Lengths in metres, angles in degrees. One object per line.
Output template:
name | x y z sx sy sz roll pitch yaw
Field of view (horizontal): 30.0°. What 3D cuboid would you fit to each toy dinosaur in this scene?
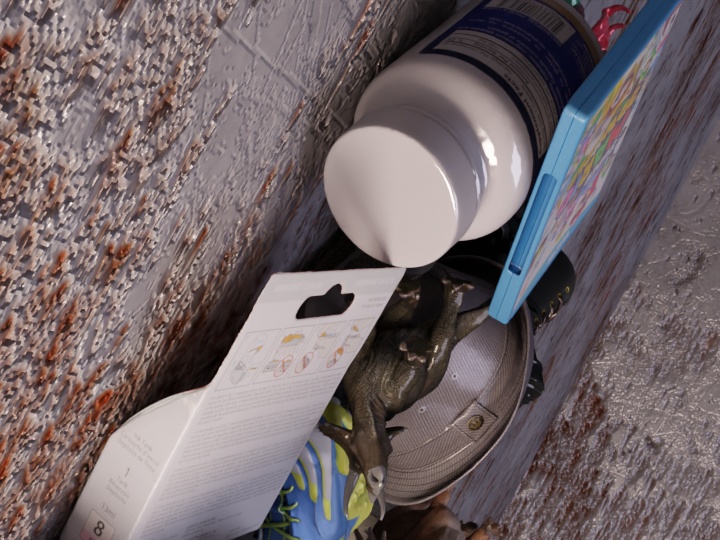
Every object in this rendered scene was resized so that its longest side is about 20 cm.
toy dinosaur | 0.037 0.226 1.092 0.135 0.086 0.200 -37 175 -22
toy dinosaur | 0.027 0.058 0.883 0.200 0.076 0.103 -50 162 -49

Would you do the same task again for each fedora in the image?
fedora | 0.032 0.068 0.998 0.200 0.178 0.090 -42 136 19

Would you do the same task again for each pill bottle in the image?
pill bottle | 0.065 -0.089 0.835 0.200 0.119 0.120 -44 157 -46

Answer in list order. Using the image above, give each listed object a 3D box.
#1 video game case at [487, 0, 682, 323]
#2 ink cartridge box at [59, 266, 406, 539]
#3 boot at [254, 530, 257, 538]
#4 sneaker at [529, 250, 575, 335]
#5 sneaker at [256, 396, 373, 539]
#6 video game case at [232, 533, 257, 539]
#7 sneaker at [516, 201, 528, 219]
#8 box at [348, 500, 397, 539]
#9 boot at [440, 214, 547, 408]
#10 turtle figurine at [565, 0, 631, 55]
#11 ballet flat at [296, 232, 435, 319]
video game case | 0.142 -0.071 0.855 0.143 0.018 0.201 -50 164 -35
ink cartridge box | -0.070 0.074 0.770 0.162 0.057 0.202 -4 122 -63
boot | -0.080 0.277 1.084 0.163 0.073 0.199 -60 163 -19
sneaker | 0.141 0.046 1.168 0.075 0.105 0.202 -45 -142 52
sneaker | -0.039 0.155 0.925 0.201 0.075 0.106 62 40 -52
video game case | -0.083 0.263 0.835 0.200 0.022 0.184 167 -62 -74
sneaker | 0.157 -0.120 1.184 0.078 0.081 0.202 58 44 -49
box | 0.037 0.208 1.286 0.082 0.068 0.200 -57 177 33
boot | 0.069 0.051 1.094 0.197 0.073 0.164 -32 -133 35
turtle figurine | 0.145 -0.153 1.036 0.151 0.100 0.200 -62 170 1
ballet flat | 0.000 0.000 0.924 0.046 0.068 0.200 -20 -161 40
